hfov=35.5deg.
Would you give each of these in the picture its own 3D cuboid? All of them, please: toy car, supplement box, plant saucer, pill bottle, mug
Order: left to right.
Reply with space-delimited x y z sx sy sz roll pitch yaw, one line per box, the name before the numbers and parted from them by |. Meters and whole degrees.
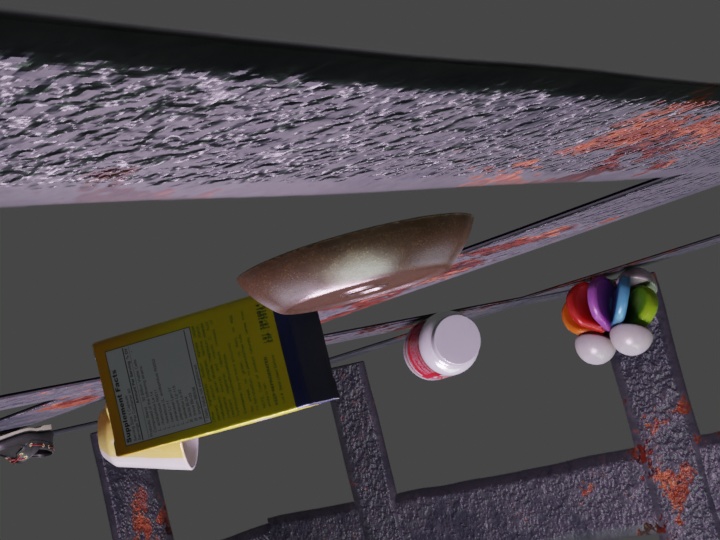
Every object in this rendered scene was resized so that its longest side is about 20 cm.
mug | -0.368 0.256 1.920 0.150 0.190 0.150 -6 -154 3
supplement box | -0.135 0.096 1.068 0.197 0.111 0.109 -16 173 12
plant saucer | 0.000 0.000 0.900 0.197 0.037 0.200 -15 174 -1
pill bottle | 0.148 0.133 2.005 0.110 0.114 0.200 -13 173 -12
toy car | 0.481 0.073 2.202 0.149 0.178 0.199 33 146 -29

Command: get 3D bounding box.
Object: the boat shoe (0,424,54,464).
boat shoe | -0.632 0.326 2.093 0.072 0.064 0.201 -14 172 12
